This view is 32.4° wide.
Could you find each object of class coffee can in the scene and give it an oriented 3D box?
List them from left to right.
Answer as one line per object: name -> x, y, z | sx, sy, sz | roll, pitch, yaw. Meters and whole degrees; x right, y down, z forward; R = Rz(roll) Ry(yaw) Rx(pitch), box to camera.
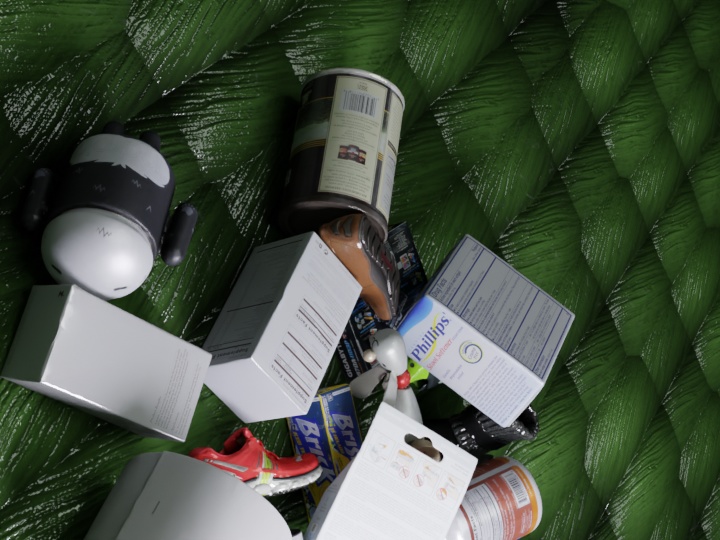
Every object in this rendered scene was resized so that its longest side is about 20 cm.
coffee can -> -0.023, -0.143, 1.637 | 0.146, 0.145, 0.202 | 32, 57, -41

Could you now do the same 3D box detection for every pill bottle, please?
pill bottle -> 0.138, 0.332, 1.657 | 0.198, 0.112, 0.114 | -17, 93, -33

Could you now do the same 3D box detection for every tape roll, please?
tape roll -> -0.186, 0.303, 1.279 | 0.203, 0.201, 0.140 | 51, 46, -28

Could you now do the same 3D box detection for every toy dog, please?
toy dog -> 0.028, 0.180, 1.590 | 0.095, 0.132, 0.202 | -21, 94, -17

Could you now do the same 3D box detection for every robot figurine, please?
robot figurine -> -0.269, -0.063, 1.331 | 0.125, 0.149, 0.202 | 54, 34, -43

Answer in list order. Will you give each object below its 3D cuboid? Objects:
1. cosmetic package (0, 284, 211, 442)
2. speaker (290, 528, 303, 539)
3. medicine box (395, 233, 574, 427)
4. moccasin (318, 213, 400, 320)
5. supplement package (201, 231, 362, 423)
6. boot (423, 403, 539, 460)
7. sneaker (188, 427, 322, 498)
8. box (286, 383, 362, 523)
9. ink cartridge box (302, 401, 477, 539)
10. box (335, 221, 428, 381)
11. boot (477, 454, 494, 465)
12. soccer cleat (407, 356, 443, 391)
cosmetic package -> -0.266, 0.101, 1.318 | 0.199, 0.084, 0.109 | 33, 67, -40
speaker -> -0.090, 0.414, 1.459 | 0.081, 0.081, 0.203 | -8, 86, -50
medicine box -> 0.170, 0.079, 1.691 | 0.199, 0.103, 0.182 | 36, 36, 2
moccasin -> 0.000, 0.002, 1.605 | 0.202, 0.077, 0.074 | 52, 39, -56
supplement package -> -0.100, 0.070, 1.514 | 0.110, 0.113, 0.201 | 48, 49, -29
boot -> 0.137, 0.224, 1.716 | 0.210, 0.157, 0.080 | 0, 68, -52
sneaker -> -0.122, 0.228, 1.476 | 0.199, 0.077, 0.086 | 0, 74, -49
box -> -0.035, 0.251, 1.576 | 0.064, 0.070, 0.203 | -13, 91, -51
ink cartridge box -> 0.037, 0.287, 1.531 | 0.159, 0.047, 0.202 | 32, 74, -19
box -> 0.024, 0.040, 1.723 | 0.200, 0.046, 0.161 | -33, 106, -49
boot -> 0.171, 0.388, 1.801 | 0.181, 0.072, 0.203 | -20, 102, -49
soccer cleat -> 0.112, 0.137, 1.795 | 0.068, 0.081, 0.200 | 46, 10, 24
